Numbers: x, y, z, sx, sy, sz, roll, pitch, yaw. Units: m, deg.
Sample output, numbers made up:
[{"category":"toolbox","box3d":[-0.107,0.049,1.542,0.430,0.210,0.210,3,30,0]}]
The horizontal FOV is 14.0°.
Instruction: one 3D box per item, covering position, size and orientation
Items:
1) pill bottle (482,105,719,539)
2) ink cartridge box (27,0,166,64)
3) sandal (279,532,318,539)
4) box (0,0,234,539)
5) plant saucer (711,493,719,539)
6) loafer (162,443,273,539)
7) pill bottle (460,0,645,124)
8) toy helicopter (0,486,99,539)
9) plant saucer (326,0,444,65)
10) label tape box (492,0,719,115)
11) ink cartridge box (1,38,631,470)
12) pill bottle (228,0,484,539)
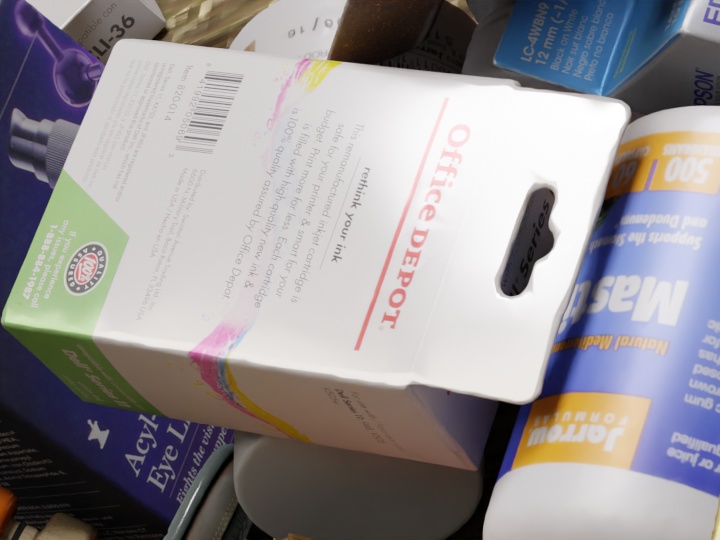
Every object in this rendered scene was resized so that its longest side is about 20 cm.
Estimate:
[{"category":"pill bottle","box3d":[0.103,0.059,0.930,0.112,0.112,0.201,-6,55,44]},{"category":"ink cartridge box","box3d":[-0.168,-0.123,1.416,0.116,0.067,0.200,-45,35,10]},{"category":"sandal","box3d":[-0.038,0.120,1.005,0.199,0.082,0.055,-9,85,12]},{"category":"box","box3d":[-0.128,0.008,1.147,0.104,0.200,0.149,-8,54,45]},{"category":"plant saucer","box3d":[0.209,0.050,0.838,0.199,0.049,0.201,3,60,23]},{"category":"loafer","box3d":[-0.057,0.164,1.068,0.063,0.072,0.201,15,72,17]},{"category":"pill bottle","box3d":[0.102,-0.132,1.087,0.119,0.119,0.201,-8,54,43]},{"category":"toy helicopter","box3d":[-0.145,0.187,1.107,0.132,0.078,0.201,111,180,-66]},{"category":"plant saucer","box3d":[0.034,-0.159,1.025,0.200,0.034,0.202,-162,90,-88]},{"category":"label tape box","box3d":[0.157,-0.114,0.973,0.199,0.066,0.144,17,67,10]},{"category":"ink cartridge box","box3d":[-0.005,-0.005,0.978,0.199,0.067,0.118,9,66,28]},{"category":"pill bottle","box3d":[0.000,0.000,1.090,0.114,0.114,0.201,-27,43,29]}]
